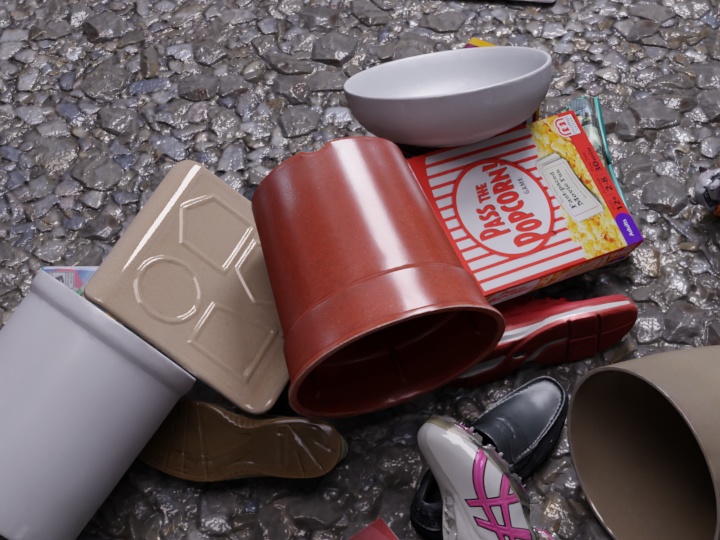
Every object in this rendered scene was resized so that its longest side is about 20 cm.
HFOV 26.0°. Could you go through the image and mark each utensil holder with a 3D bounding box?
[{"bbox_3d":[-0.268,0.129,1.369,0.170,0.170,0.200,31,82,24],"label":"utensil holder"}]

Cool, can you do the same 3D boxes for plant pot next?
[{"bbox_3d":[0.000,0.000,1.391,0.201,0.201,0.195,-17,66,-9],"label":"plant pot"},{"bbox_3d":[0.317,0.140,1.362,0.200,0.187,0.187,-20,53,-28],"label":"plant pot"}]

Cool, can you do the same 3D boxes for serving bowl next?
[{"bbox_3d":[0.086,-0.160,1.489,0.200,0.066,0.200,-8,18,3],"label":"serving bowl"}]

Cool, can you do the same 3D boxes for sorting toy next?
[{"bbox_3d":[-0.132,0.015,1.448,0.200,0.036,0.185,34,55,-5],"label":"sorting toy"}]

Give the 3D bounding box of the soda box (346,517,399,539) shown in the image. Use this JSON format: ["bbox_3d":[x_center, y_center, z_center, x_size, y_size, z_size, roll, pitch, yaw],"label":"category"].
[{"bbox_3d":[0.049,0.308,1.307,0.070,0.063,0.200,-30,57,-17],"label":"soda box"}]

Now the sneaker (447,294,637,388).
[{"bbox_3d":[0.157,0.031,1.503,0.200,0.078,0.116,-13,54,-8],"label":"sneaker"}]

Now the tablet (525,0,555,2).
[{"bbox_3d":[0.137,-0.367,1.847,0.200,0.014,0.130,5,53,8],"label":"tablet"}]

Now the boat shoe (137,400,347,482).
[{"bbox_3d":[-0.112,0.161,1.438,0.200,0.063,0.073,7,84,10],"label":"boat shoe"}]

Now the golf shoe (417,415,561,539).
[{"bbox_3d":[0.103,0.216,1.319,0.092,0.073,0.200,-35,93,-21],"label":"golf shoe"}]

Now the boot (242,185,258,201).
[{"bbox_3d":[-0.097,0.017,1.538,0.162,0.073,0.198,37,65,21],"label":"boot"}]

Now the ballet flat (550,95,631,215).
[{"bbox_3d":[0.234,-0.095,1.606,0.074,0.074,0.200,-6,48,-1],"label":"ballet flat"}]

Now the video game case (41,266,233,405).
[{"bbox_3d":[-0.207,0.067,1.492,0.200,0.018,0.143,0,83,4],"label":"video game case"}]

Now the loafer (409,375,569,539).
[{"bbox_3d":[0.120,0.163,1.408,0.068,0.070,0.201,35,62,25],"label":"loafer"}]

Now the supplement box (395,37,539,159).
[{"bbox_3d":[0.103,-0.127,1.605,0.086,0.110,0.200,24,58,21],"label":"supplement box"}]

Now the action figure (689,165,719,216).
[{"bbox_3d":[0.410,-0.048,1.534,0.193,0.105,0.200,27,34,28],"label":"action figure"}]

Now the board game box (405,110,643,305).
[{"bbox_3d":[0.150,-0.057,1.487,0.200,0.046,0.152,-19,73,-27],"label":"board game box"}]
